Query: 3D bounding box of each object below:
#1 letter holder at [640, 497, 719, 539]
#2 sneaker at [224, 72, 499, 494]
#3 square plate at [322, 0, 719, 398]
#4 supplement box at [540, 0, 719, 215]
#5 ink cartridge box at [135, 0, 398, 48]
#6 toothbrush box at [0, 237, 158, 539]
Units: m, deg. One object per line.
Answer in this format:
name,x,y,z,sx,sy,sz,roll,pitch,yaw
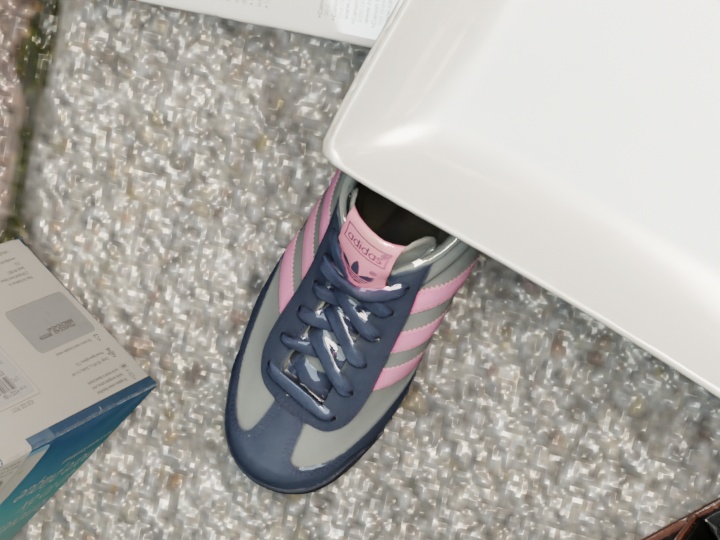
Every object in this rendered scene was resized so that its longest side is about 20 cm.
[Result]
letter holder,0.153,0.184,0.898,0.100,0.142,0.200,-31,89,20
sneaker,0.000,0.000,0.949,0.070,0.082,0.200,32,107,10
square plate,0.117,-0.073,0.847,0.200,0.028,0.198,31,103,11
supplement box,0.177,-0.055,0.887,0.200,0.074,0.126,41,108,7
ink cartridge box,-0.059,-0.151,0.961,0.199,0.050,0.109,13,102,16
toothbrush box,-0.192,0.093,0.993,0.085,0.146,0.200,47,108,6
